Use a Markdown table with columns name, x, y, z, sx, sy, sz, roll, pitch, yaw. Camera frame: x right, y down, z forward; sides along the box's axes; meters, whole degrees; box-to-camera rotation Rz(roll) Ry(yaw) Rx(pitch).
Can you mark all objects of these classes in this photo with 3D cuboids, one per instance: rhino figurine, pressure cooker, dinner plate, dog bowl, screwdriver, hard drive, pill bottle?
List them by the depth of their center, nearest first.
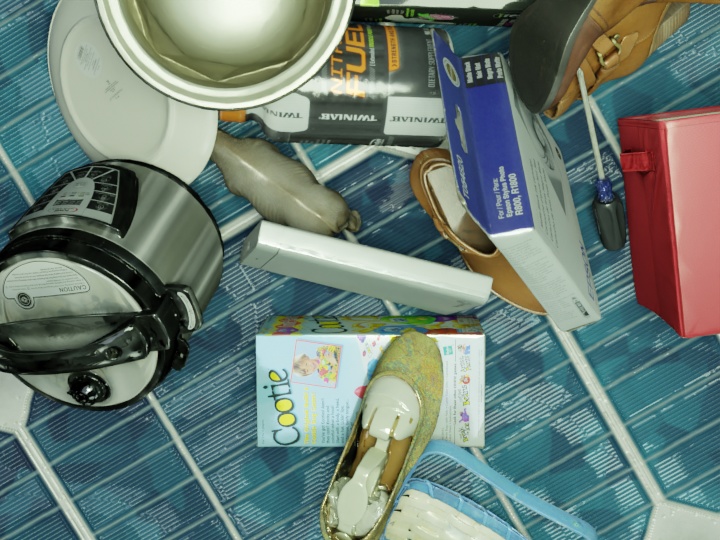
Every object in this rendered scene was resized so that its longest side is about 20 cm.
| name | x | y | z | sx | sy | sz | roll | pitch | yaw |
| --- | --- | --- | --- | --- | --- | --- | --- | --- | --- |
| dog bowl | -0.104 | -0.226 | 0.911 | 0.200 | 0.074 | 0.200 | -1 | 100 | -4 |
| pressure cooker | -0.218 | 0.020 | 0.990 | 0.179 | 0.200 | 0.176 | 34 | 126 | -9 |
| pill bottle | -0.024 | -0.162 | 1.020 | 0.200 | 0.106 | 0.106 | 1 | 97 | -8 |
| dinner plate | -0.208 | -0.159 | 1.023 | 0.200 | 0.024 | 0.200 | 16 | 119 | 30 |
| hard drive | 0.000 | 0.000 | 1.023 | 0.200 | 0.132 | 0.027 | 13 | 81 | -11 |
| screwdriver | 0.208 | -0.092 | 1.024 | 0.028 | 0.029 | 0.200 | -4 | 138 | 21 |
| rhino figurine | -0.092 | -0.088 | 1.052 | 0.200 | 0.087 | 0.060 | 35 | 93 | 4 |

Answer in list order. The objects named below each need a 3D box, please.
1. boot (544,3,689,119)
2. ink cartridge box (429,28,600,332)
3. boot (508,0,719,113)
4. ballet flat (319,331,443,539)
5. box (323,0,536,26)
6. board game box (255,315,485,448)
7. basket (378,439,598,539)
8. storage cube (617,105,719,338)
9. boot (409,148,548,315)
| name | x | y | z | sx | sy | sz | roll | pitch | yaw |
| --- | --- | --- | --- | --- | --- | --- | --- | --- | --- |
| boot | 0.200 | -0.219 | 0.976 | 0.155 | 0.200 | 0.074 | -38 | 56 | -3 |
| ink cartridge box | 0.129 | -0.079 | 0.957 | 0.041 | 0.200 | 0.200 | -22 | 140 | 21 |
| boot | 0.222 | -0.214 | 0.916 | 0.200 | 0.068 | 0.188 | -13 | 133 | -25 |
| ballet flat | 0.016 | 0.149 | 0.982 | 0.071 | 0.071 | 0.200 | 20 | 99 | -1 |
| box | 0.058 | -0.291 | 1.007 | 0.200 | 0.124 | 0.149 | 2 | 96 | 0 |
| board game box | 0.010 | 0.098 | 1.065 | 0.200 | 0.103 | 0.105 | 0 | 98 | 1 |
| basket | 0.089 | 0.253 | 1.051 | 0.176 | 0.139 | 0.200 | 33 | 129 | -3 |
| storage cube | 0.330 | -0.053 | 1.008 | 0.200 | 0.171 | 0.180 | -8 | 98 | 1 |
| boot | 0.116 | -0.025 | 1.022 | 0.200 | 0.155 | 0.074 | 42 | 95 | -4 |
